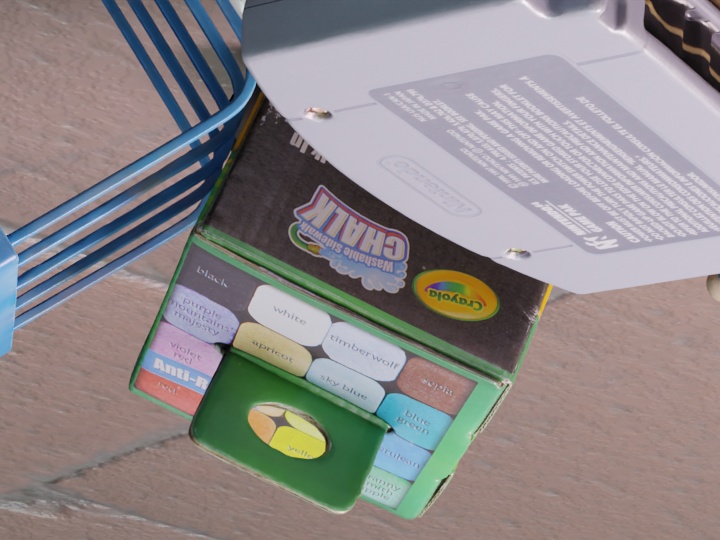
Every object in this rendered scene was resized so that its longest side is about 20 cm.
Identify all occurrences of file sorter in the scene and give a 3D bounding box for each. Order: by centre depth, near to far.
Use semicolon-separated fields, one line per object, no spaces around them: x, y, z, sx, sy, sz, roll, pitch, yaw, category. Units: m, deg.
-0.122;-0.069;1.040;0.122;0.139;0.200;-32;175;-11;file sorter

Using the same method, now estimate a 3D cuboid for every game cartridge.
0.059;-0.047;0.870;0.133;0.041;0.200;-12;152;31;game cartridge

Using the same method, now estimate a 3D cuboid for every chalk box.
0.000;0.000;1.035;0.124;0.201;0.124;26;149;-2;chalk box

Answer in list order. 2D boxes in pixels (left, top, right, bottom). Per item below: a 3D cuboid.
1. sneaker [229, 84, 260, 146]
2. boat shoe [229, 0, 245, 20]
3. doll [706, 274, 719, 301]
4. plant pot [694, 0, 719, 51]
-0.005;-0.026;1.285;0.090;0.070;0.200;-17;152;38;sneaker
-0.066;-0.124;0.921;0.086;0.075;0.202;-39;108;10;boat shoe
0.202;-0.027;1.195;0.136;0.049;0.200;-38;171;0;doll
0.076;-0.115;0.867;0.199;0.093;0.201;5;158;2;plant pot
